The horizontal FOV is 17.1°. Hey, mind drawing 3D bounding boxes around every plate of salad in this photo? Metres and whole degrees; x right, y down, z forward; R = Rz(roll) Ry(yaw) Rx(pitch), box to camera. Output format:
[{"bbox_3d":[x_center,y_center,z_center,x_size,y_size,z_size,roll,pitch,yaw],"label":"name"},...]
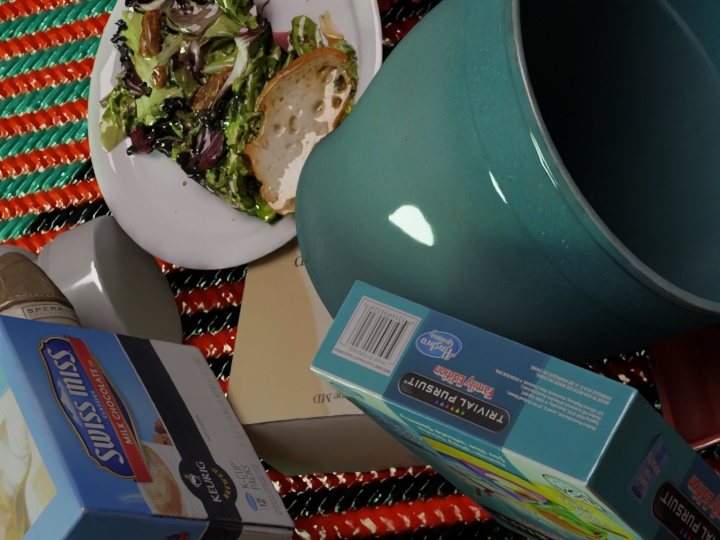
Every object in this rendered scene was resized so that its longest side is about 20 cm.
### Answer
[{"bbox_3d":[-0.075,-0.101,1.248,0.200,0.048,0.201,-8,76,36],"label":"plate of salad"}]

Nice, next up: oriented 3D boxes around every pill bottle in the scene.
[{"bbox_3d":[-0.204,0.051,1.310,0.200,0.114,0.115,-25,54,17],"label":"pill bottle"}]

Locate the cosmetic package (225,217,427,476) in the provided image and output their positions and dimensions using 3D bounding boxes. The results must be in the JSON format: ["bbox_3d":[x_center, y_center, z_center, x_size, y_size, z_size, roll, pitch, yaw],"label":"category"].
[{"bbox_3d":[0.000,0.000,1.241,0.105,0.071,0.201,-8,60,29],"label":"cosmetic package"}]

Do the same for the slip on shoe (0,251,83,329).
[{"bbox_3d":[-0.209,0.077,1.230,0.200,0.076,0.061,-57,50,31],"label":"slip on shoe"}]

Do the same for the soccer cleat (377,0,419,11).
[{"bbox_3d":[-0.023,-0.170,1.325,0.200,0.069,0.078,-30,73,-6],"label":"soccer cleat"}]

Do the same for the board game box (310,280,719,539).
[{"bbox_3d":[0.089,0.087,1.055,0.151,0.200,0.047,21,77,38],"label":"board game box"}]

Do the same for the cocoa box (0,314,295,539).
[{"bbox_3d":[-0.155,0.142,1.177,0.200,0.131,0.134,-52,47,26],"label":"cocoa box"}]

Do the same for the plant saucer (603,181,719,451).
[{"bbox_3d":[0.224,-0.025,1.142,0.200,0.037,0.200,-24,55,19],"label":"plant saucer"}]

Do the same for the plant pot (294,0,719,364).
[{"bbox_3d":[0.078,-0.040,1.107,0.188,0.200,0.201,-30,50,41],"label":"plant pot"}]
